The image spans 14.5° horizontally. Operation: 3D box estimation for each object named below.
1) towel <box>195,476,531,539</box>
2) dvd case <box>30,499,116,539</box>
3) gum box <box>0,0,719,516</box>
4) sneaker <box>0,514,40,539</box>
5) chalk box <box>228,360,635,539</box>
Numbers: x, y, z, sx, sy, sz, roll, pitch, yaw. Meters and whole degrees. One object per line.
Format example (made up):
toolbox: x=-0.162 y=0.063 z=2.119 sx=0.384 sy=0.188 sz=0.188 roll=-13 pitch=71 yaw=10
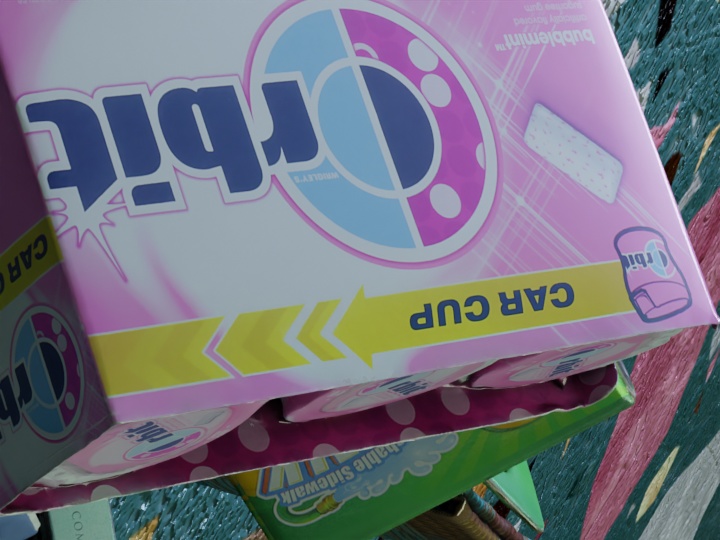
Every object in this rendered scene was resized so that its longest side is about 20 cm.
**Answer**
towel: x=-0.041 y=0.067 z=1.024 sx=0.147 sy=0.199 sz=0.022 roll=47 pitch=59 yaw=-71
dvd case: x=-0.096 y=0.045 z=0.855 sx=0.200 sy=0.022 sz=0.147 roll=-144 pitch=-136 yaw=-74
gum box: x=-0.010 y=-0.017 z=0.702 sx=0.199 sy=0.114 sz=0.066 roll=-8 pitch=162 yaw=-37
sneaker: x=-0.159 y=0.047 z=0.707 sx=0.115 sy=0.080 sz=0.200 roll=-43 pitch=136 yaw=-23
chalk box: x=0.000 y=0.000 z=0.887 sx=0.201 sy=0.123 sz=0.125 roll=61 pitch=6 yaw=-26
